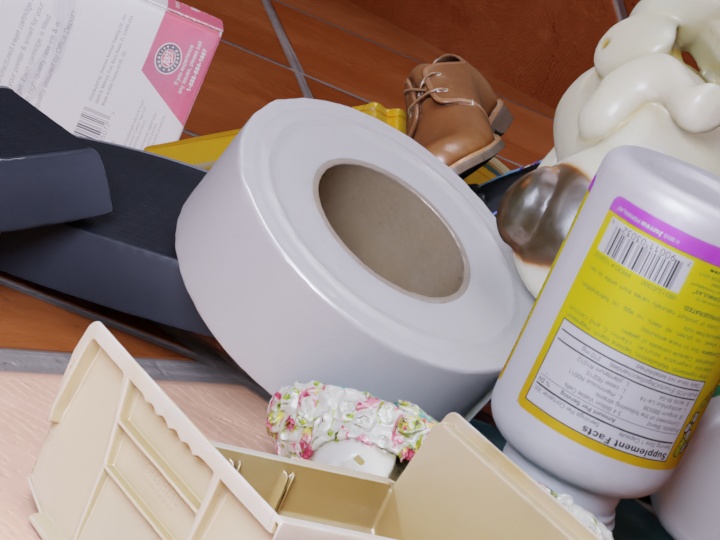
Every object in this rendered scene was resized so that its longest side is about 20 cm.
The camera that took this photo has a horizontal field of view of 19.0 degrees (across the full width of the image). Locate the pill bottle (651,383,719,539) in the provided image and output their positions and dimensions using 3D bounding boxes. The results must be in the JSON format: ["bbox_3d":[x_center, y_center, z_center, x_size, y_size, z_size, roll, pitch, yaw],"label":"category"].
[{"bbox_3d":[0.217,0.066,1.242,0.112,0.113,0.200,22,30,-10],"label":"pill bottle"}]

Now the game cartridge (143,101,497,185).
[{"bbox_3d":[-0.023,-0.064,1.504,0.199,0.033,0.176,-10,-22,28],"label":"game cartridge"}]

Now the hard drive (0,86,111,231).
[{"bbox_3d":[-0.249,-0.060,1.178,0.199,0.042,0.135,-9,30,-38],"label":"hard drive"}]

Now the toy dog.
[{"bbox_3d":[0.151,-0.057,1.228,0.193,0.140,0.200,-12,31,34],"label":"toy dog"}]

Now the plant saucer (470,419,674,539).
[{"bbox_3d":[0.090,0.133,1.205,0.200,0.028,0.200,23,11,-5],"label":"plant saucer"}]

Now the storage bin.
[{"bbox_3d":[-0.013,0.115,0.903,0.199,0.094,0.199,16,14,-34],"label":"storage bin"}]

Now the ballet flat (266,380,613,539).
[{"bbox_3d":[0.033,0.115,1.072,0.199,0.076,0.064,23,35,14],"label":"ballet flat"}]

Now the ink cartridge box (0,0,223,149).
[{"bbox_3d":[-0.218,-0.151,1.557,0.199,0.147,0.083,22,10,-10],"label":"ink cartridge box"}]

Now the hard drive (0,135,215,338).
[{"bbox_3d":[-0.136,-0.026,1.262,0.199,0.042,0.135,18,29,20],"label":"hard drive"}]

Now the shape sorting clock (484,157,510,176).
[{"bbox_3d":[0.040,-0.043,1.607,0.199,0.200,0.039,25,53,3],"label":"shape sorting clock"}]

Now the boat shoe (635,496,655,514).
[{"bbox_3d":[0.148,0.089,1.309,0.200,0.074,0.065,39,5,-48],"label":"boat shoe"}]

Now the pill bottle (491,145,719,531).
[{"bbox_3d":[0.133,0.045,1.107,0.104,0.201,0.104,23,16,-7],"label":"pill bottle"}]

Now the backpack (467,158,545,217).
[{"bbox_3d":[0.087,0.011,1.428,0.182,0.200,0.135,-24,89,-41],"label":"backpack"}]

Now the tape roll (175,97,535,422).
[{"bbox_3d":[0.000,0.000,1.190,0.202,0.071,0.203,29,32,-20],"label":"tape roll"}]

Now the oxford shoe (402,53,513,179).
[{"bbox_3d":[0.049,-0.092,1.359,0.071,0.071,0.200,57,14,-11],"label":"oxford shoe"}]
